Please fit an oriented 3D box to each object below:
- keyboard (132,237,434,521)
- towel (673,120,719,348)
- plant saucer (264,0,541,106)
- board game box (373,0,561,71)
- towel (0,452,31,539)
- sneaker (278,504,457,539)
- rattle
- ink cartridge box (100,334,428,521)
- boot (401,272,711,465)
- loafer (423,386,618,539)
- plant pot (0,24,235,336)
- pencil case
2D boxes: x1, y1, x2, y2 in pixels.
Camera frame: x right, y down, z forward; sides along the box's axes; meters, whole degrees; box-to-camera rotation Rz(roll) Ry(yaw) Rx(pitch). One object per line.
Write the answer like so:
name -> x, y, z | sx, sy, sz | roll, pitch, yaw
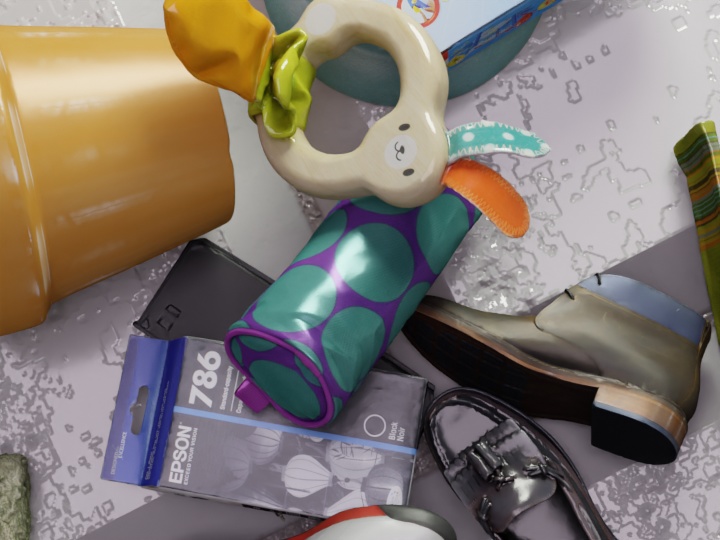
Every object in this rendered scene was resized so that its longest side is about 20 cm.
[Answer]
keyboard -> -0.060, 0.079, 1.133 | 0.199, 0.021, 0.127 | 33, 80, 8
towel -> 0.227, 0.010, 1.091 | 0.018, 0.086, 0.202 | -10, 83, 3
plant saucer -> 0.029, -0.211, 1.158 | 0.198, 0.036, 0.202 | 0, 83, 4
board game box -> 0.066, -0.253, 1.116 | 0.195, 0.056, 0.201 | -31, 82, -1
towel -> -0.284, 0.214, 1.119 | 0.147, 0.036, 0.202 | 3, 83, 3
sneaker -> -0.038, 0.211, 1.052 | 0.200, 0.067, 0.108 | -12, 39, 17
rattle -> 0.003, -0.100, 1.004 | 0.130, 0.143, 0.200 | -43, 57, -10
ink cartridge box -> -0.062, 0.101, 1.099 | 0.198, 0.039, 0.100 | 9, 79, 3
boot -> 0.127, 0.043, 1.115 | 0.199, 0.075, 0.097 | 25, 61, 13
loafer -> 0.114, 0.155, 1.083 | 0.072, 0.063, 0.200 | -40, 86, 5
plant pot -> -0.181, -0.071, 1.084 | 0.182, 0.200, 0.202 | -12, 81, -14
pencil case -> 0.000, 0.000, 1.076 | 0.085, 0.092, 0.200 | 46, 58, -13
